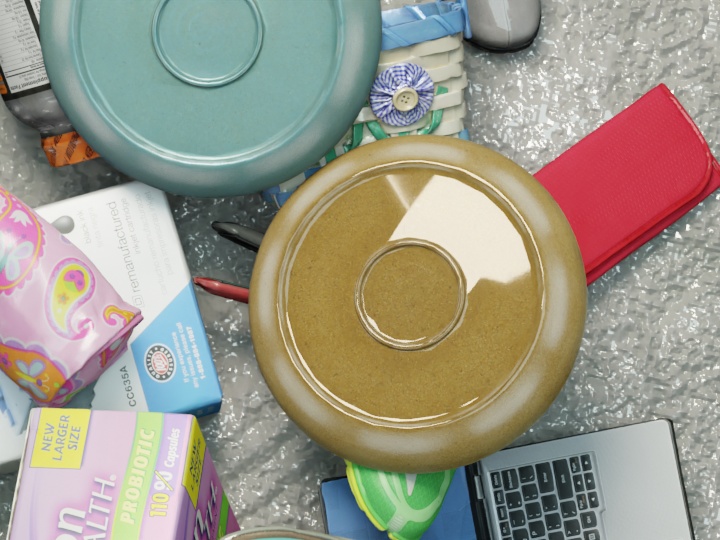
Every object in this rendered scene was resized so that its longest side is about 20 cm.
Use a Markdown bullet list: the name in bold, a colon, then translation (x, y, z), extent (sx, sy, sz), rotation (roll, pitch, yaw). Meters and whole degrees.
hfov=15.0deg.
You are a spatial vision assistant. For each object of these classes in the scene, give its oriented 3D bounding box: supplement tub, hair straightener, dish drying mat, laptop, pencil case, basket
- **supplement tub**: translation (-0.176, -0.171, 1.648), extent (0.122, 0.123, 0.200), rotation (-21, 100, -6)
- **hair straightener**: translation (0.000, 0.000, 1.677), extent (0.200, 0.041, 0.077), rotation (16, 88, -19)
- **dish drying mat**: translation (0.135, -0.032, 1.706), extent (0.200, 0.018, 0.077), rotation (-36, 91, -16)
- **laptop**: translation (0.099, 0.198, 1.643), extent (0.200, 0.116, 0.188), rotation (-12, 85, 14)
- **pencil case**: translation (-0.218, -0.012, 1.577), extent (0.200, 0.087, 0.087), rotation (44, 83, 4)
- **basket**: translation (-0.013, -0.148, 1.660), extent (0.176, 0.139, 0.200), rotation (-15, 95, -5)

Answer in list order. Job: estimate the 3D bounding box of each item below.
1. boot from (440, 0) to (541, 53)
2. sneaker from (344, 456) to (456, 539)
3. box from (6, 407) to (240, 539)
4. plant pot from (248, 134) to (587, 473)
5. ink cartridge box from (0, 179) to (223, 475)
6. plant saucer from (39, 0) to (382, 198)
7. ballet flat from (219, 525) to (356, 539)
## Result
- **boot**: translation (0.075, -0.238, 1.679), extent (0.070, 0.132, 0.201), rotation (-13, 86, -7)
- **sneaker**: translation (0.053, 0.064, 1.606), extent (0.074, 0.084, 0.200), rotation (33, 68, -23)
- **box**: translation (-0.133, 0.201, 1.555), extent (0.096, 0.200, 0.176), rotation (2, 60, 11)
- **plant pot**: translation (0.030, 0.016, 1.577), extent (0.199, 0.027, 0.201), rotation (-2, 78, 10)
- **ink cartridge box**: translation (-0.197, 0.041, 1.656), extent (0.200, 0.086, 0.147), rotation (-16, 86, -7)
- **plant saucer**: translation (-0.087, -0.139, 1.576), extent (0.200, 0.027, 0.201), rotation (0, 101, 1)
- **ballet flat**: translation (-0.003, 0.186, 1.580), extent (0.200, 0.064, 0.068), rotation (13, 95, -19)
